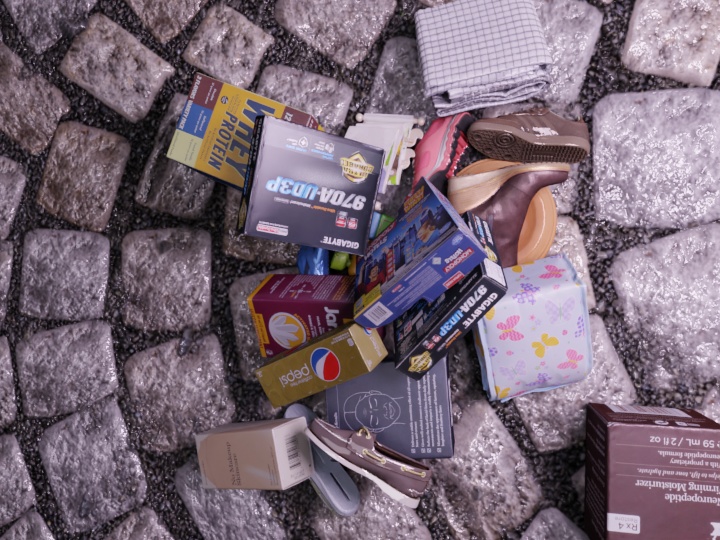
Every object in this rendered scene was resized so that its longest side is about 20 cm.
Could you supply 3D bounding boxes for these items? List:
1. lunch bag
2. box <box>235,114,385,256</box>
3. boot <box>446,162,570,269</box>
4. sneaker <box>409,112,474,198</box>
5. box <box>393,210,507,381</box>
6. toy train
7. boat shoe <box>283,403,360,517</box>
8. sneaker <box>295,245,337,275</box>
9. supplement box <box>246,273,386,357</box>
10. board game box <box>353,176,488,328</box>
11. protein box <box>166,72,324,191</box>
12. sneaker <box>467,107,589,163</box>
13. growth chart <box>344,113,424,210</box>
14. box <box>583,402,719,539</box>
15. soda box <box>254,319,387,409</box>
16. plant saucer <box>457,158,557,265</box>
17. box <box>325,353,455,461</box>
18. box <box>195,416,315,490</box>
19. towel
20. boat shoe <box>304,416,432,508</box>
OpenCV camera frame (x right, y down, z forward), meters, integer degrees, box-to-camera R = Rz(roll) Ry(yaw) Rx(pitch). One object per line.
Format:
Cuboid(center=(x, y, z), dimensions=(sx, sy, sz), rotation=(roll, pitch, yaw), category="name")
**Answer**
Cuboid(center=(0.255, 0.097, 0.924), dimensions=(0.165, 0.128, 0.204), rotation=(-14, 115, 7), category="lunch bag")
Cuboid(center=(-0.069, -0.117, 0.865), dimensions=(0.196, 0.046, 0.164), rotation=(9, 96, -31), category="box")
Cuboid(center=(0.234, -0.076, 0.943), dimensions=(0.194, 0.072, 0.171), rotation=(-9, 97, 9), category="boot")
Cuboid(center=(0.116, -0.164, 0.989), dimensions=(0.086, 0.073, 0.204), rotation=(17, 77, 46), category="sneaker")
Cuboid(center=(0.119, 0.036, 0.877), dimensions=(0.045, 0.161, 0.201), rotation=(28, 121, -18), category="box")
Cuboid(center=(0.000, 0.000, 0.987), dimensions=(0.113, 0.085, 0.205), rotation=(18, 91, -6), category="toy train")
Cuboid(center=(-0.074, 0.321, 1.010), dimensions=(0.202, 0.071, 0.062), rotation=(57, 142, 20), category="boat shoe")
Cuboid(center=(-0.077, -0.043, 1.026), dimensions=(0.076, 0.066, 0.207), rotation=(4, 90, 17), category="sneaker")
Cuboid(center=(-0.068, 0.075, 0.961), dimensions=(0.195, 0.086, 0.113), rotation=(1, 118, 23), category="supplement box")
Cuboid(center=(0.077, -0.036, 0.869), dimensions=(0.061, 0.202, 0.199), rotation=(37, 120, -22), category="board game box")
Cuboid(center=(-0.165, -0.191, 0.982), dimensions=(0.196, 0.198, 0.138), rotation=(22, 91, 10), category="protein box")
Cuboid(center=(0.266, -0.222, 0.969), dimensions=(0.194, 0.071, 0.077), rotation=(10, 63, -2), category="sneaker")
Cuboid(center=(0.018, -0.184, 0.994), dimensions=(0.141, 0.018, 0.203), rotation=(16, 66, 22), category="growth chart")
Cuboid(center=(0.417, 0.307, 0.865), dimensions=(0.161, 0.164, 0.207), rotation=(1, 88, 11), category="box")
Cuboid(center=(-0.061, 0.137, 0.894), dimensions=(0.197, 0.064, 0.069), rotation=(-27, 93, 33), category="soda box")
Cuboid(center=(0.221, -0.084, 0.986), dimensions=(0.194, 0.037, 0.207), rotation=(0, 88, 11), category="plant saucer")
Cuboid(center=(0.048, 0.214, 0.970), dimensions=(0.194, 0.107, 0.153), rotation=(-4, 88, 10), category="box")
Cuboid(center=(-0.174, 0.298, 0.984), dimensions=(0.197, 0.077, 0.098), rotation=(-17, 83, 37), category="box")
Cuboid(center=(0.188, -0.340, 0.958), dimensions=(0.194, 0.086, 0.170), rotation=(-11, 65, 9), category="towel")
Cuboid(center=(0.011, 0.267, 0.887), dimensions=(0.197, 0.072, 0.060), rotation=(31, 89, 5), category="boat shoe")
